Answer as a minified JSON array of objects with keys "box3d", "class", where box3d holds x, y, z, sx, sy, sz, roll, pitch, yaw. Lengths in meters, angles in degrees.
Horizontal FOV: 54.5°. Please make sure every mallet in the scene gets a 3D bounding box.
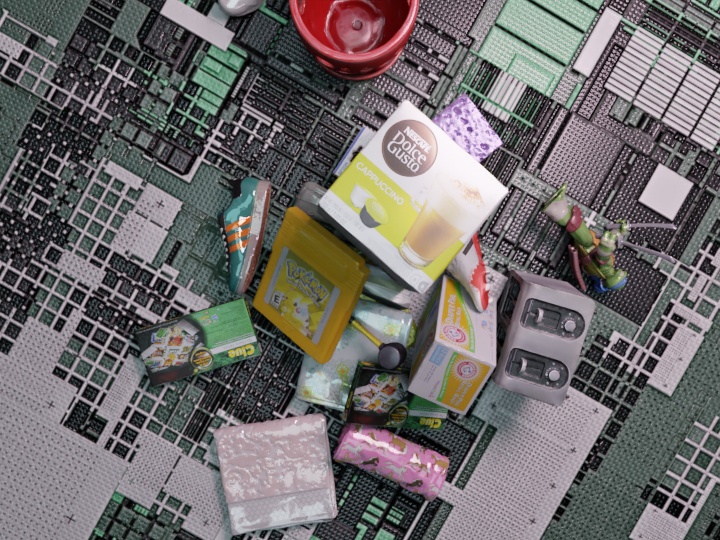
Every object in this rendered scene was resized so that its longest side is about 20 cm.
[{"box3d":[-0.008,0.090,1.144,0.200,0.066,0.041,39,99,3],"class":"mallet"}]

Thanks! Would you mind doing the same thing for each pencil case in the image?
[{"box3d":[0.055,0.326,1.207,0.199,0.087,0.083,23,73,-1],"class":"pencil case"}]

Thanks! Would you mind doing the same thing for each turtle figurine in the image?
[{"box3d":[0.411,-0.075,1.170,0.194,0.200,0.144,44,57,2],"class":"turtle figurine"}]

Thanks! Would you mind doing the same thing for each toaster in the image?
[{"box3d":[0.292,0.100,1.158,0.118,0.200,0.182,16,100,1],"class":"toaster"}]

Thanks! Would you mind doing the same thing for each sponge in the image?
[{"box3d":[0.137,-0.200,1.214,0.200,0.030,0.112,-39,91,2],"class":"sponge"}]

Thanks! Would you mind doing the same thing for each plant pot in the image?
[{"box3d":[-0.011,-0.414,1.125,0.198,0.183,0.202,0,93,-1],"class":"plant pot"}]

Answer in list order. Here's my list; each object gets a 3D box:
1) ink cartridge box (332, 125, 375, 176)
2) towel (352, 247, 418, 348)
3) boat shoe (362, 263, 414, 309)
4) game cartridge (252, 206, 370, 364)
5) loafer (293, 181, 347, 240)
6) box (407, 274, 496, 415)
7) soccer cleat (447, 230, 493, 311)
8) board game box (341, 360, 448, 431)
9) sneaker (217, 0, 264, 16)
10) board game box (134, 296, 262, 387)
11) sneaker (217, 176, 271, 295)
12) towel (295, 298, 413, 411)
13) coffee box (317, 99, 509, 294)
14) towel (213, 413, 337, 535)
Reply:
[{"box3d":[0.061,-0.148,1.182,0.199,0.039,0.100,35,92,-3],"class":"ink cartridge box"},{"box3d":[0.032,0.051,1.228,0.086,0.018,0.201,-25,93,1],"class":"towel"},{"box3d":[0.001,0.000,1.184,0.201,0.074,0.065,25,80,-4],"class":"boat shoe"},{"box3d":[-0.085,0.026,1.143,0.176,0.032,0.201,37,123,22],"class":"game cartridge"},{"box3d":[-0.023,-0.080,1.200,0.199,0.070,0.070,30,97,6],"class":"loafer"},{"box3d":[0.151,0.115,1.128,0.101,0.200,0.113,23,121,-2],"class":"box"},{"box3d":[0.169,-0.012,1.167,0.084,0.069,0.201,-13,53,10],"class":"soccer cleat"},{"box3d":[0.070,0.215,1.183,0.199,0.023,0.106,12,97,-30],"class":"board game box"},{"box3d":[-0.168,-0.513,1.160,0.078,0.099,0.200,42,91,-2],"class":"sneaker"},{"box3d":[-0.281,0.124,1.214,0.198,0.023,0.106,-16,91,0],"class":"board game box"},{"box3d":[-0.209,-0.061,1.196,0.079,0.071,0.202,11,86,2],"class":"sneaker"},{"box3d":[-0.012,0.148,1.204,0.170,0.048,0.202,15,96,2],"class":"towel"},{"box3d":[0.070,-0.105,1.063,0.199,0.200,0.198,41,88,-3],"class":"coffee box"},{"box3d":[-0.148,0.359,1.230,0.198,0.032,0.193,-8,92,-2],"class":"towel"}]
